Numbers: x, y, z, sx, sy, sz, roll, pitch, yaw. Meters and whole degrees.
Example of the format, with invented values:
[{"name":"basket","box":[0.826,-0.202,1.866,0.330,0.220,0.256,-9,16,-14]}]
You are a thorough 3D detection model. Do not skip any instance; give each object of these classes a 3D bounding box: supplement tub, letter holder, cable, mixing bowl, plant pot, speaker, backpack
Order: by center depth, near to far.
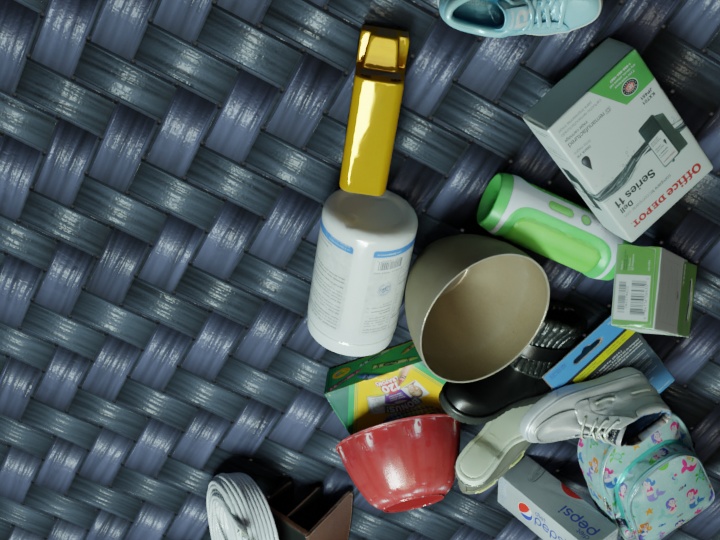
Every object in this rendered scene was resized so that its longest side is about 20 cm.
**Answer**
[{"name":"speaker","box":[0.258,-0.057,1.426,0.198,0.089,0.089,23,124,-11]},{"name":"plant pot","box":[0.138,0.030,1.451,0.198,0.135,0.203,-15,127,-20]},{"name":"supplement tub","box":[0.000,0.000,1.458,0.130,0.133,0.202,10,126,-3]},{"name":"mixing bowl","box":[0.068,0.299,1.618,0.197,0.110,0.201,-11,158,-5]},{"name":"backpack","box":[0.427,0.297,1.619,0.176,0.151,0.202,-30,114,-7]},{"name":"cable","box":[-0.193,0.425,1.737,0.068,0.201,0.202,-11,135,-23]},{"name":"letter holder","box":[-0.093,0.452,1.813,0.100,0.142,0.202,27,129,26]}]

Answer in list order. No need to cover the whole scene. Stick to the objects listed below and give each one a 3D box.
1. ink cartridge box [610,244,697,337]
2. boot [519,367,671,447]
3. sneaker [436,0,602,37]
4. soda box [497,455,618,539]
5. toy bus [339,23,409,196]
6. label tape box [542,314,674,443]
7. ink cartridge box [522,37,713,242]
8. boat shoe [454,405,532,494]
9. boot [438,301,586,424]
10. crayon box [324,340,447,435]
[{"name":"ink cartridge box","box":[0.391,0.030,1.423,0.059,0.199,0.106,4,86,30]},{"name":"boot","box":[0.321,0.202,1.449,0.197,0.096,0.074,-22,127,-11]},{"name":"sneaker","box":[0.188,-0.301,1.262,0.196,0.082,0.075,0,126,5]},{"name":"soda box","box":[0.303,0.377,1.663,0.068,0.199,0.064,-25,131,-27]},{"name":"toy bus","box":[0.016,-0.201,1.347,0.064,0.079,0.202,9,125,-2]},{"name":"label tape box","box":[0.339,0.137,1.518,0.144,0.063,0.200,-42,128,4]},{"name":"ink cartridge box","box":[0.320,-0.158,1.324,0.146,0.083,0.200,-42,115,3]},{"name":"boat shoe","box":[0.216,0.256,1.613,0.072,0.201,0.061,37,151,27]},{"name":"boot","box":[0.215,0.125,1.527,0.209,0.080,0.159,-13,138,-34]},{"name":"crayon box","box":[0.059,0.181,1.624,0.198,0.059,0.120,-21,121,18]}]
